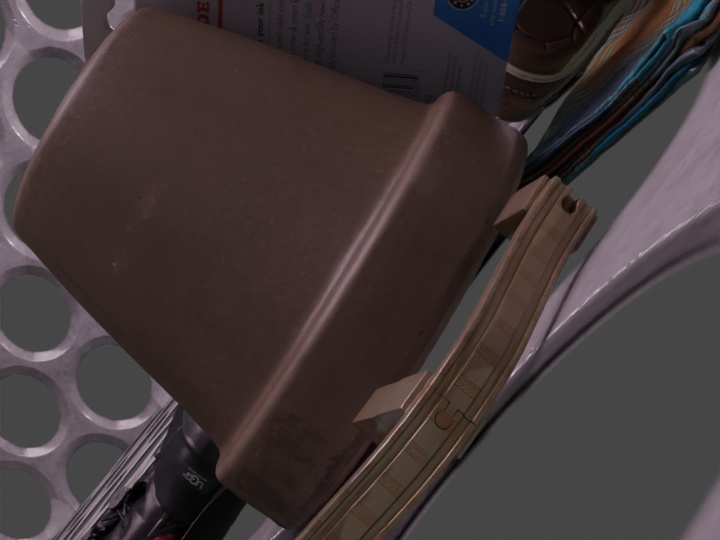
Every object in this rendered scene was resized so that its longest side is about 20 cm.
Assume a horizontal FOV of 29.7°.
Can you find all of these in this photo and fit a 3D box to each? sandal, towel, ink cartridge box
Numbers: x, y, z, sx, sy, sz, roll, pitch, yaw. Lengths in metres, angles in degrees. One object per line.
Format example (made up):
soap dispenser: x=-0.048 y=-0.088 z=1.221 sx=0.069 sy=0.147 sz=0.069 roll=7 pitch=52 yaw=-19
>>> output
sandal: x=-0.118 y=0.164 z=0.735 sx=0.201 sy=0.045 sz=0.075 roll=-53 pitch=5 yaw=-27
towel: x=0.137 y=-0.114 z=0.629 sx=0.147 sy=0.022 sz=0.201 roll=-44 pitch=8 yaw=50
ink cartridge box: x=-0.028 y=-0.128 z=0.641 sx=0.068 sy=0.196 sz=0.116 roll=-88 pitch=4 yaw=-46

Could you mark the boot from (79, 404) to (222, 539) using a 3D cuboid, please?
boot: x=-0.146 y=0.170 z=0.918 sx=0.201 sy=0.065 sz=0.165 roll=-54 pitch=2 yaw=7

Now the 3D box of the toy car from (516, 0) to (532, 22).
toy car: x=0.118 y=-0.217 z=0.661 sx=0.201 sy=0.156 sz=0.165 roll=-54 pitch=13 yaw=27

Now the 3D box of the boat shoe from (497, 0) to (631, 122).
boat shoe: x=0.127 y=-0.158 z=0.787 sx=0.202 sy=0.074 sz=0.075 roll=-44 pitch=-21 yaw=-34

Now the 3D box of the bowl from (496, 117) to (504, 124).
bowl: x=-0.019 y=-0.051 z=0.774 sx=0.200 sy=0.196 sz=0.076 roll=-113 pitch=21 yaw=-76

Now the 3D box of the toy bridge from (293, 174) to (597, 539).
toy bridge: x=0.018 y=0.049 z=0.445 sx=0.201 sy=0.027 sz=0.067 roll=-52 pitch=6 yaw=-18

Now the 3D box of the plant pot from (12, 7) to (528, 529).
plant pot: x=-0.051 y=-0.017 z=0.588 sx=0.202 sy=0.173 sz=0.200 roll=-58 pitch=4 yaw=7
